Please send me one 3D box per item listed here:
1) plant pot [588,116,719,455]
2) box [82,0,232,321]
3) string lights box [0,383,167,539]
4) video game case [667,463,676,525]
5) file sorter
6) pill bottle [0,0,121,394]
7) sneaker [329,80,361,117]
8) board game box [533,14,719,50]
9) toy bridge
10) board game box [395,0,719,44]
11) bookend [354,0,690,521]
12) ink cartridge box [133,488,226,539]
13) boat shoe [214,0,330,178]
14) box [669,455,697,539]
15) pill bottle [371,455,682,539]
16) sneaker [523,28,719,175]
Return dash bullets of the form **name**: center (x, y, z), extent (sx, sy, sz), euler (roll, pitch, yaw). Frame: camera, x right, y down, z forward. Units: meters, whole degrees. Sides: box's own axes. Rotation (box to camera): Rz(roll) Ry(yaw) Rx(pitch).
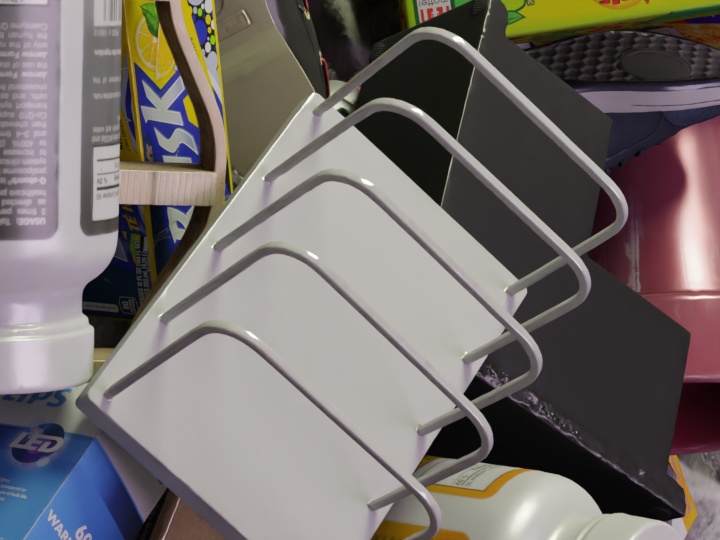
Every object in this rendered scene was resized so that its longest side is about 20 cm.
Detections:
- **plant pot**: center (0.177, 0.004, 1.579), extent (0.200, 0.199, 0.180), euler (22, 61, -55)
- **box**: center (-0.108, -0.081, 1.237), extent (0.070, 0.064, 0.201), euler (-25, 114, -52)
- **string lights box**: center (-0.174, 0.133, 1.132), extent (0.200, 0.102, 0.059), euler (-56, 136, -35)
- **video game case**: center (0.156, 0.188, 1.561), extent (0.200, 0.025, 0.182), euler (50, 45, -70)
- **file sorter**: center (0.006, 0.015, 1.136), extent (0.139, 0.124, 0.200), euler (42, 54, -11)
- **pill bottle**: center (-0.159, -0.053, 1.119), extent (0.116, 0.115, 0.201), euler (-7, 100, -55)
- **sneaker**: center (0.000, 0.000, 1.410), extent (0.079, 0.095, 0.201), euler (-18, 90, -18)
- **board game box**: center (0.193, -0.133, 1.600), extent (0.200, 0.151, 0.047), euler (38, 63, -51)
- **toy bridge**: center (-0.095, -0.038, 1.188), extent (0.067, 0.027, 0.201), euler (0, 102, -25)
- **board game box**: center (0.120, -0.152, 1.423), extent (0.102, 0.199, 0.048), euler (-119, -160, -87)
- **bookend**: center (0.083, 0.002, 1.347), extent (0.198, 0.092, 0.201), euler (33, 56, -32)
- **ink cartridge box**: center (-0.059, 0.128, 1.327), extent (0.200, 0.075, 0.165), euler (47, 58, -48)
- **boat shoe**: center (-0.068, -0.139, 1.296), extent (0.063, 0.073, 0.202), euler (-96, 166, -71)
- **box**: center (0.145, 0.180, 1.670), extent (0.200, 0.041, 0.119), euler (-57, 137, -38)
- **pill bottle**: center (0.049, 0.146, 1.245), extent (0.111, 0.199, 0.112), euler (-11, 103, -54)
- **sneaker**: center (0.118, -0.053, 1.493), extent (0.201, 0.077, 0.147), euler (-8, 121, -14)
